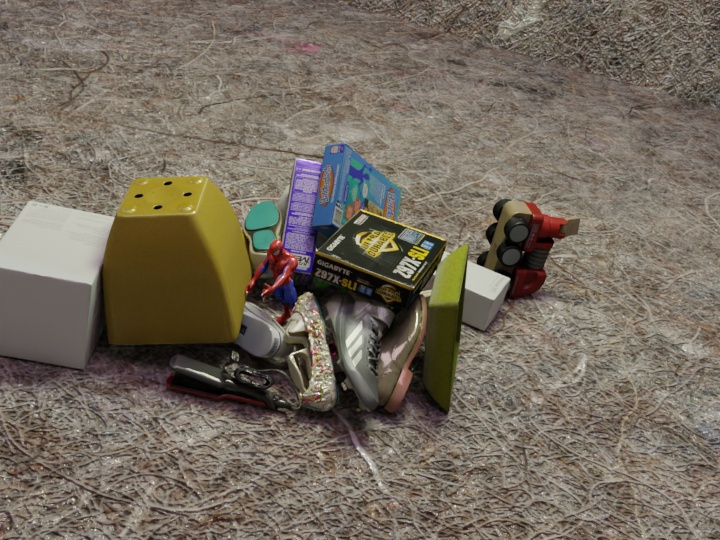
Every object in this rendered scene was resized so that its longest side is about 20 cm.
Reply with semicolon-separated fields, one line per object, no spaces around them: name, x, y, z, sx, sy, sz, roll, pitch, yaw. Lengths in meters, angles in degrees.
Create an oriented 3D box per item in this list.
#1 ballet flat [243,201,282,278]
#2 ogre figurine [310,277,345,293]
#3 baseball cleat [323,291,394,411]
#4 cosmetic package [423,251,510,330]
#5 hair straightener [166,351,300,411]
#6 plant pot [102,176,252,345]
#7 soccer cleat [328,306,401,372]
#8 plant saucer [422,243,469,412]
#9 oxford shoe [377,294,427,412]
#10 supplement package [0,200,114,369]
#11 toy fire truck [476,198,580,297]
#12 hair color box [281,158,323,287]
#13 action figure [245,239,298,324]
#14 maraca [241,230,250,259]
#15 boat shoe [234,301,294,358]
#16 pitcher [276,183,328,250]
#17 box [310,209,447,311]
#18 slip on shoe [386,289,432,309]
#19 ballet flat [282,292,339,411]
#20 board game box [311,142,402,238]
ballet flat;-0.163;-0.049;1.581;0.069;0.070;0.200;8;28;-8
ogre figurine;0.000;0.000;1.589;0.199;0.099;0.120;11;-2;15
baseball cleat;0.009;0.106;1.369;0.106;0.070;0.200;-26;55;6
cosmetic package;0.159;0.024;1.700;0.199;0.071;0.101;23;31;16
hair straightener;-0.179;0.157;1.331;0.199;0.077;0.041;17;33;5
plant pot;-0.277;-0.029;1.388;0.193;0.201;0.196;-1;32;3
soccer cleat;0.017;0.127;1.474;0.200;0.070;0.087;-32;91;-32
plant saucer;0.132;0.085;1.465;0.048;0.201;0.200;6;29;8
oxford shoe;0.051;0.113;1.425;0.074;0.071;0.201;23;57;-8
supplement package;-0.452;0.018;1.384;0.151;0.151;0.200;11;30;-5
toy fire truck;0.338;-0.045;1.783;0.199;0.177;0.129;5;30;-14
hair color box;-0.103;-0.081;1.628;0.065;0.201;0.109;11;-14;-6
action figure;-0.136;0.039;1.448;0.065;0.200;0.099;29;53;28
maraca;-0.243;-0.038;1.613;0.137;0.107;0.200;32;17;-3
boat shoe;-0.184;0.087;1.473;0.200;0.074;0.065;35;10;39
pitcher;-0.070;-0.068;1.734;0.199;0.121;0.172;28;42;2
box;0.033;-0.020;1.457;0.159;0.050;0.200;22;28;12
slip on shoe;0.066;0.066;1.595;0.199;0.074;0.061;-12;35;-29
ballet flat;-0.081;0.117;1.390;0.064;0.076;0.201;3;53;-27
board game box;-0.003;-0.111;1.638;0.045;0.153;0.200;-3;-22;34
